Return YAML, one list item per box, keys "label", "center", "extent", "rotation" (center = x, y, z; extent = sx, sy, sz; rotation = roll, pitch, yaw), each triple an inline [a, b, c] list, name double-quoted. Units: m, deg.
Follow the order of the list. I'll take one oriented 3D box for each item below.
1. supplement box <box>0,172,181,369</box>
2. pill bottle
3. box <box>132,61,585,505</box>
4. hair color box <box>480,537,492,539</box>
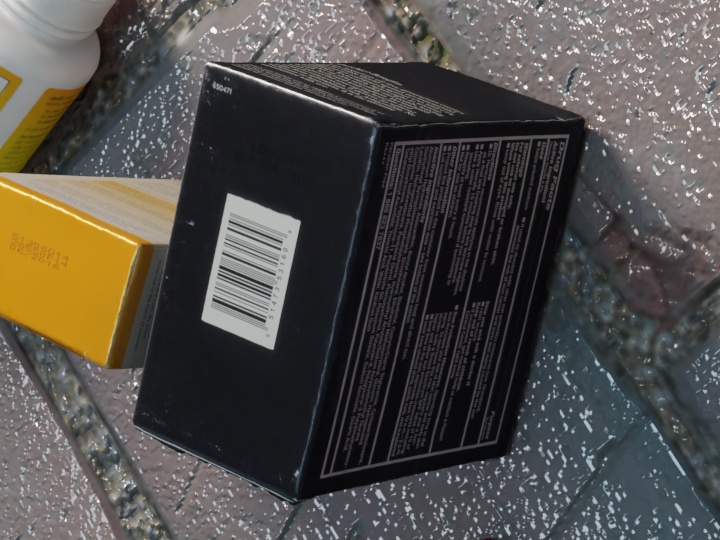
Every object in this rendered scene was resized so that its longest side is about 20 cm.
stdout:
- label: "supplement box"
  center: [-0.116, 0.000, 1.600]
  extent: [0.125, 0.199, 0.074]
  rotation: [23, 102, 32]
- label: "pill bottle"
  center: [-0.229, -0.114, 1.724]
  extent: [0.200, 0.109, 0.109]
  rotation: [-49, 68, 27]
- label: "box"
  center: [0.000, 0.000, 1.521]
  extent: [0.123, 0.198, 0.201]
  rotation: [22, 105, 33]
- label: "hair color box"
  center: [0.054, 0.260, 1.588]
  extent: [0.101, 0.061, 0.201]
  rotation: [33, 112, 27]
